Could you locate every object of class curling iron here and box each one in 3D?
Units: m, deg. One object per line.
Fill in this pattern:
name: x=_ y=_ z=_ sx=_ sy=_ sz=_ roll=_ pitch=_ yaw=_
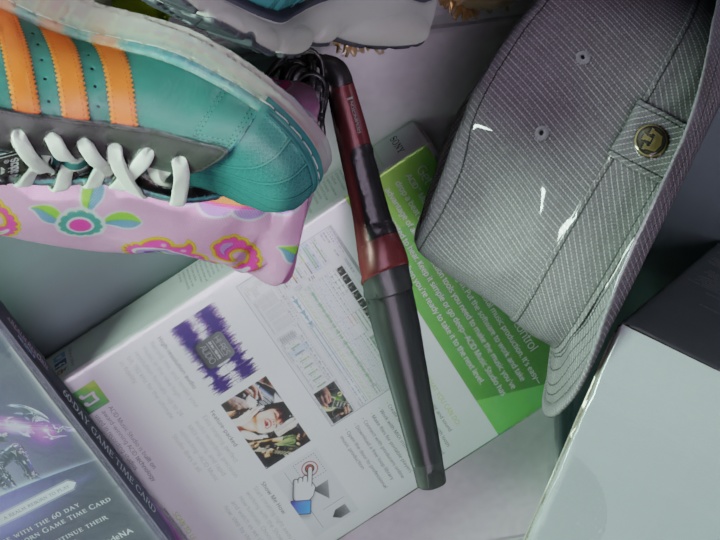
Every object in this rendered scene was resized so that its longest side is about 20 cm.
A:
curling iron: x=0.000 y=0.000 z=1.052 sx=0.049 sy=0.026 sz=0.201 roll=-18 pitch=104 yaw=8

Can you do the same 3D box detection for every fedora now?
fedora: x=0.083 y=-0.049 z=1.023 sx=0.090 sy=0.177 sz=0.201 roll=26 pitch=96 yaw=-1

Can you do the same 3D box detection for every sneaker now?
sneaker: x=-0.031 y=-0.128 z=0.909 sx=0.200 sy=0.077 sz=0.080 roll=-15 pitch=128 yaw=-58
sneaker: x=-0.112 y=-0.055 z=0.892 sx=0.199 sy=0.071 sz=0.080 roll=23 pitch=67 yaw=2

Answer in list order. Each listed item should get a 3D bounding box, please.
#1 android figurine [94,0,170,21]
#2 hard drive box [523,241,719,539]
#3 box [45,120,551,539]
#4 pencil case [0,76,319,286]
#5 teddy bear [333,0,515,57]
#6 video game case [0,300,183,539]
android figurine: x=-0.153 y=-0.131 z=0.995 sx=0.198 sy=0.041 sz=0.183 roll=0 pitch=113 yaw=-11
hard drive box: x=0.136 y=0.087 z=1.063 sx=0.076 sy=0.200 sz=0.157 roll=26 pitch=108 yaw=14
box: x=-0.021 y=0.046 z=1.104 sx=0.199 sy=0.036 sz=0.145 roll=-32 pitch=116 yaw=3
pencil case: x=-0.115 y=-0.049 z=0.970 sx=0.198 sy=0.088 sz=0.088 roll=9 pitch=111 yaw=-12
teddy bear: x=0.014 y=-0.182 z=1.005 sx=0.144 sy=0.067 sz=0.200 roll=-28 pitch=123 yaw=7
video game case: x=-0.169 y=0.108 z=1.086 sx=0.142 sy=0.019 sz=0.201 roll=-26 pitch=116 yaw=16
